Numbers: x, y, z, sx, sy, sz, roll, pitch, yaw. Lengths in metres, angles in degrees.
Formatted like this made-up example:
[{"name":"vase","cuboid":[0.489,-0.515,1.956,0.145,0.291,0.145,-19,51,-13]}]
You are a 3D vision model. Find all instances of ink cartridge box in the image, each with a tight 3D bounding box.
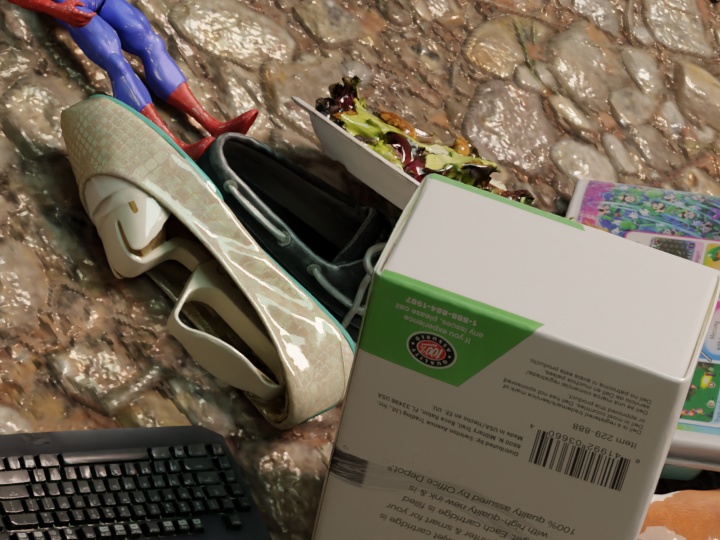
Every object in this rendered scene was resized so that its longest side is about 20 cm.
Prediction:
[{"name":"ink cartridge box","cuboid":[0.066,0.075,1.352,0.145,0.201,0.084,19,41,6]}]

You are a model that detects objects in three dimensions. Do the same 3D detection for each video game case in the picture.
[{"name":"video game case","cuboid":[0.183,0.029,1.562,0.181,0.024,0.200,7,42,13]}]

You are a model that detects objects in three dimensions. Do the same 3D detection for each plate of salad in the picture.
[{"name":"plate of salad","cuboid":[0.052,-0.039,1.504,0.200,0.048,0.200,35,3,-2]}]

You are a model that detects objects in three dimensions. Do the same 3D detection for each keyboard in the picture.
[{"name":"keyboard","cuboid":[-0.126,0.124,1.329,0.199,0.021,0.127,-2,56,-36]}]

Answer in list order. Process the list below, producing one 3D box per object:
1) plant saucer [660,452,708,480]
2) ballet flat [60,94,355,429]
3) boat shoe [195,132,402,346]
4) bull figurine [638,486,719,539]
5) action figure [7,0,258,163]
[{"name":"plant saucer","cuboid":[0.162,0.041,1.583,0.070,0.019,0.200,5,41,12]},{"name":"ballet flat","cuboid":[-0.084,-0.004,1.439,0.200,0.067,0.062,44,52,6]},{"name":"boat shoe","cuboid":[0.001,-0.002,1.491,0.199,0.068,0.074,37,42,-3]},{"name":"bull figurine","cuboid":[0.188,0.153,1.493,0.199,0.065,0.122,-15,67,-41]},{"name":"action figure","cuboid":[-0.139,-0.135,1.528,0.200,0.052,0.065,43,45,8]}]
